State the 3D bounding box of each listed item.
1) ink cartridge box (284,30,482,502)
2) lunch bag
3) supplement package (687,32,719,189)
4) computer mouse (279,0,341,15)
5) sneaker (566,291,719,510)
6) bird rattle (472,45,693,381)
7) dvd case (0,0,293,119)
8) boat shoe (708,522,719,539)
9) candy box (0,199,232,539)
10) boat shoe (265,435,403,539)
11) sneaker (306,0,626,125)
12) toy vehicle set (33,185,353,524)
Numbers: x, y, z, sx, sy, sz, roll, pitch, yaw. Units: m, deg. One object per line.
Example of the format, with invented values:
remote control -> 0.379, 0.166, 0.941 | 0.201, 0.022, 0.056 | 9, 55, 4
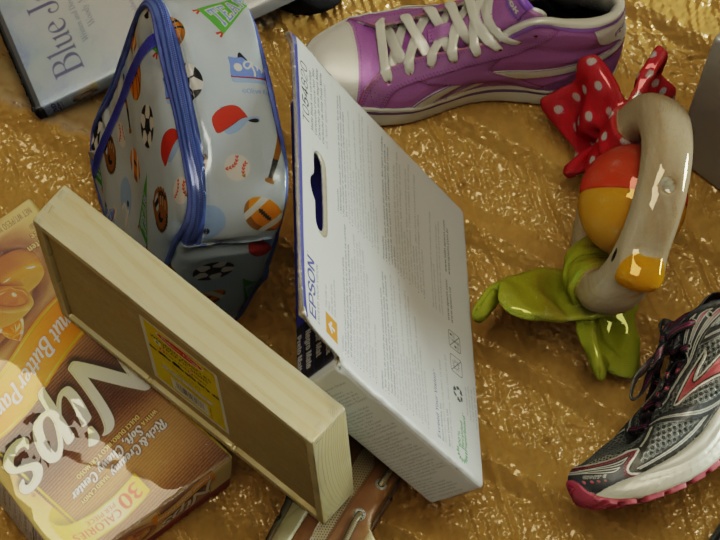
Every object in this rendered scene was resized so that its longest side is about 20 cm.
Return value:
ink cartridge box -> 0.000, 0.000, 1.542 | 0.040, 0.200, 0.201 | -20, 49, 23
lunch bag -> -0.103, -0.060, 1.578 | 0.075, 0.200, 0.161 | -7, 68, -21
supplement package -> 0.304, -0.080, 1.630 | 0.200, 0.156, 0.111 | 37, 69, 12
computer mouse -> -0.095, -0.221, 1.729 | 0.199, 0.034, 0.059 | 29, 69, 9
sneaker -> 0.189, 0.064, 1.594 | 0.200, 0.081, 0.075 | -41, 101, -19
bird rattle -> 0.157, -0.040, 1.611 | 0.112, 0.163, 0.201 | 26, 76, -12
dvd case -> -0.135, -0.196, 1.704 | 0.199, 0.018, 0.143 | -25, 71, -1
boat shoe -> 0.247, 0.113, 1.591 | 0.068, 0.074, 0.200 | 33, 78, -5
candy box -> -0.177, 0.072, 1.590 | 0.115, 0.055, 0.200 | -35, 73, -17
boat shoe -> -0.018, 0.161, 1.554 | 0.073, 0.076, 0.201 | 20, 68, 2
sneaker -> 0.061, -0.147, 1.666 | 0.199, 0.114, 0.073 | -7, 69, -5
toy vehicle set -> -0.089, 0.047, 1.500 | 0.200, 0.124, 0.027 | 38, 72, 16
